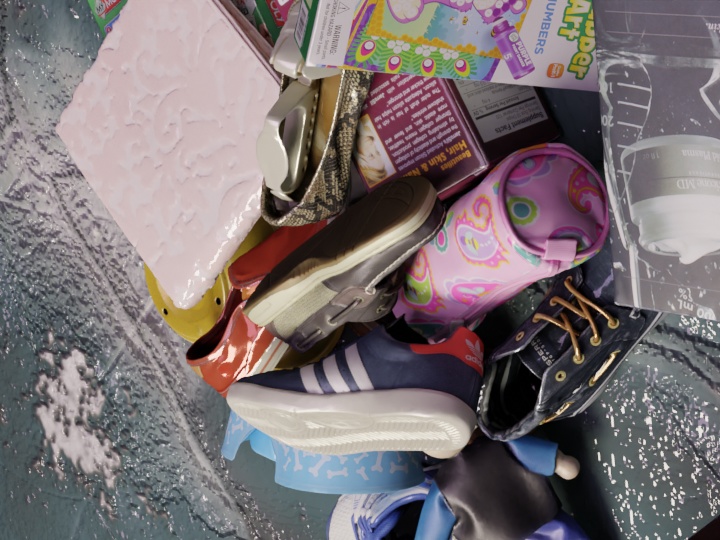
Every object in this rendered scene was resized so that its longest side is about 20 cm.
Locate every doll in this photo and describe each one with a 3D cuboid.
[{"bbox_3d":[0.098,0.175,1.287,0.136,0.048,0.200,-32,104,7],"label":"doll"}]

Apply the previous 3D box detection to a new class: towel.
[{"bbox_3d":[-0.128,-0.105,1.359,0.191,0.032,0.200,52,127,21],"label":"towel"}]

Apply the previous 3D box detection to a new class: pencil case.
[{"bbox_3d":[0.086,-0.013,1.221,0.088,0.087,0.200,61,151,6],"label":"pencil case"}]

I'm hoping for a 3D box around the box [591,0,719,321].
[{"bbox_3d":[0.247,-0.077,1.047,0.199,0.124,0.198,9,115,41],"label":"box"}]

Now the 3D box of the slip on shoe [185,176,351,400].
[{"bbox_3d":[-0.064,0.006,1.349,0.061,0.074,0.201,27,111,-14],"label":"slip on shoe"}]

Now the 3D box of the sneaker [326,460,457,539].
[{"bbox_3d":[0.026,0.184,1.391,0.200,0.088,0.076,-27,90,48],"label":"sneaker"}]

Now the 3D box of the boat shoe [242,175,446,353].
[{"bbox_3d":[-0.001,0.001,1.242,0.066,0.072,0.201,43,139,-15],"label":"boat shoe"}]

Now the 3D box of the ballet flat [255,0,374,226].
[{"bbox_3d":[-0.031,-0.113,1.204,0.068,0.075,0.201,33,127,31],"label":"ballet flat"}]

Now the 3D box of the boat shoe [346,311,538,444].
[{"bbox_3d":[0.041,0.067,1.338,0.200,0.072,0.068,42,130,23],"label":"boat shoe"}]

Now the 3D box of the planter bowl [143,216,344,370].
[{"bbox_3d":[-0.108,-0.002,1.443,0.200,0.083,0.201,19,120,37],"label":"planter bowl"}]

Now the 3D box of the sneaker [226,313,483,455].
[{"bbox_3d":[0.000,0.072,1.260,0.199,0.085,0.075,-1,148,35],"label":"sneaker"}]

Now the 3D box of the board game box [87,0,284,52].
[{"bbox_3d":[-0.126,-0.185,1.399,0.200,0.029,0.135,-26,86,53],"label":"board game box"}]

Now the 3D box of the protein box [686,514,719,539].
[{"bbox_3d":[0.215,0.295,1.175,0.135,0.200,0.199,29,125,32],"label":"protein box"}]

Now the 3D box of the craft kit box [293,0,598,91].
[{"bbox_3d":[0.075,-0.209,1.113,0.049,0.196,0.201,-113,29,-52],"label":"craft kit box"}]

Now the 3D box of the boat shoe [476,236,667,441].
[{"bbox_3d":[0.145,0.033,1.211,0.071,0.091,0.201,43,131,22],"label":"boat shoe"}]

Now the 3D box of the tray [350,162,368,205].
[{"bbox_3d":[-0.029,-0.149,1.345,0.107,0.022,0.201,-30,86,53],"label":"tray"}]

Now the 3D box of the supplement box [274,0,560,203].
[{"bbox_3d":[0.032,-0.147,1.246,0.110,0.085,0.201,-29,86,46],"label":"supplement box"}]

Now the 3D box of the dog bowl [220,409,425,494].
[{"bbox_3d":[-0.030,0.120,1.384,0.200,0.111,0.050,12,103,62],"label":"dog bowl"}]
